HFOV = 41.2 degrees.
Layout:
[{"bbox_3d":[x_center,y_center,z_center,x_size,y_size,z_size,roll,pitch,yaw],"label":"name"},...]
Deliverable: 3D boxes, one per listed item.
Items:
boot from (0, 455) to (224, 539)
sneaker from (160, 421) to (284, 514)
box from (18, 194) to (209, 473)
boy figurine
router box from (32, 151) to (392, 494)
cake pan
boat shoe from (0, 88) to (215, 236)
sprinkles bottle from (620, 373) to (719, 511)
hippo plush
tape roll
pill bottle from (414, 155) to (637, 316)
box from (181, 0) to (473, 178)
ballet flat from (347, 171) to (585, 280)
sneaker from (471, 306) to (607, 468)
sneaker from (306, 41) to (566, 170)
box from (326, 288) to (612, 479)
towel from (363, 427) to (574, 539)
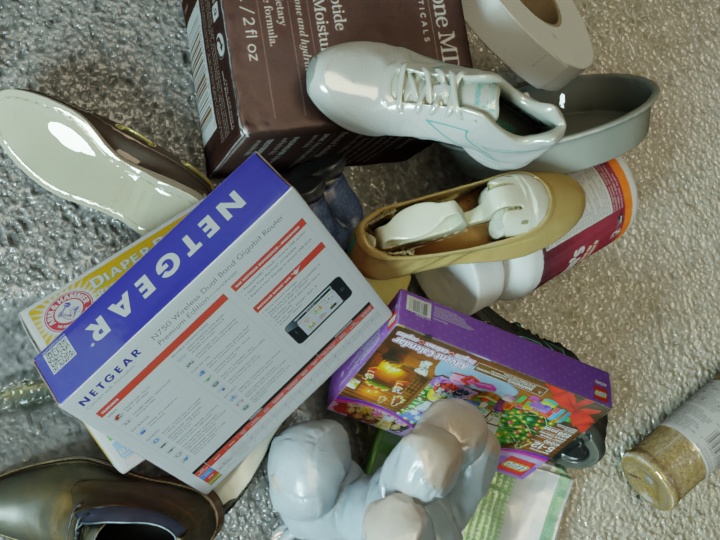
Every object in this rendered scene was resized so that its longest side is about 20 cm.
[{"bbox_3d":[-0.207,0.183,0.713,0.198,0.097,0.075,2,89,2],"label":"boot"},{"bbox_3d":[-0.100,0.101,0.797,0.088,0.077,0.201,29,73,-4],"label":"sneaker"},{"bbox_3d":[-0.141,0.042,0.743,0.199,0.113,0.101,-34,50,-15],"label":"box"},{"bbox_3d":[0.000,0.000,0.817,0.201,0.064,0.125,62,39,-26],"label":"boy figurine"},{"bbox_3d":[-0.091,0.045,0.669,0.200,0.049,0.180,-43,142,-4],"label":"router box"},{"bbox_3d":[0.166,-0.128,0.854,0.199,0.200,0.037,-23,113,-19],"label":"cake pan"},{"bbox_3d":[-0.206,-0.089,0.789,0.199,0.060,0.072,30,116,-9],"label":"boat shoe"},{"bbox_3d":[0.346,0.148,0.935,0.199,0.068,0.069,-34,94,-19],"label":"sprinkles bottle"},{"bbox_3d":[0.013,0.173,0.780,0.160,0.201,0.160,16,57,28],"label":"hippo plush"},{"bbox_3d":[0.137,-0.254,0.873,0.202,0.037,0.204,32,39,-30],"label":"tape roll"},{"bbox_3d":[0.146,-0.041,0.857,0.199,0.109,0.110,-28,92,-28],"label":"pill bottle"},{"bbox_3d":[-0.033,-0.180,0.801,0.198,0.164,0.168,-8,86,-19],"label":"box"},{"bbox_3d":[0.087,-0.038,0.743,0.198,0.063,0.069,-18,72,-5],"label":"ballet flat"},{"bbox_3d":[0.153,0.093,0.889,0.200,0.075,0.079,47,45,-2],"label":"sneaker"},{"bbox_3d":[0.060,-0.128,0.699,0.199,0.080,0.071,12,84,-17],"label":"sneaker"},{"bbox_3d":[0.089,0.101,0.801,0.199,0.137,0.039,22,47,-14],"label":"box"},{"bbox_3d":[0.090,0.224,0.862,0.199,0.031,0.150,20,77,-15],"label":"towel"}]
